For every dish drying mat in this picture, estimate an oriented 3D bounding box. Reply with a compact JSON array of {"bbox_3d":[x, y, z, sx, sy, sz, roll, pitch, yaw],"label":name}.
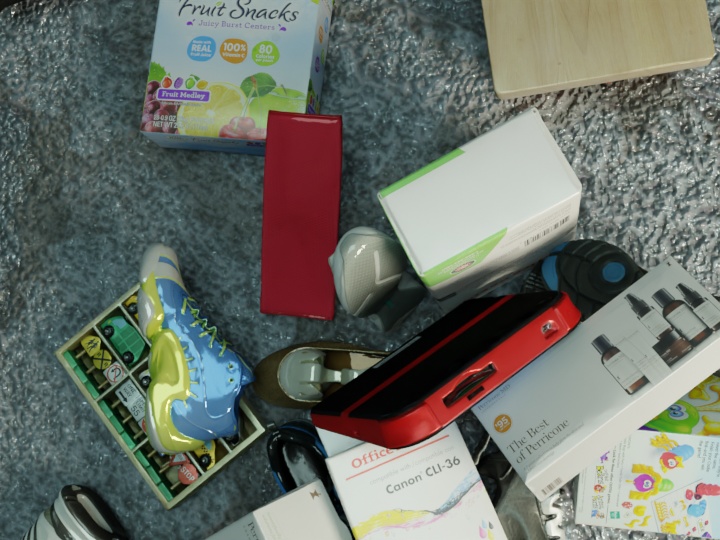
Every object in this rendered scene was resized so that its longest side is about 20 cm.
[{"bbox_3d":[-0.057,-0.052,0.930,0.077,0.018,0.200,5,105,9],"label":"dish drying mat"}]

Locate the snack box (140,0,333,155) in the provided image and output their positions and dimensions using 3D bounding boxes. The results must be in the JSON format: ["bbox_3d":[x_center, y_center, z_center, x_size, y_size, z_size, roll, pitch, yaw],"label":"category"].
[{"bbox_3d":[-0.122,-0.222,0.976,0.168,0.068,0.200,5,82,9],"label":"snack box"}]

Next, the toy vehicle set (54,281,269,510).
[{"bbox_3d":[-0.198,0.120,0.959,0.124,0.027,0.200,-40,78,2],"label":"toy vehicle set"}]

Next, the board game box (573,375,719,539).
[{"bbox_3d":[0.286,0.153,0.815,0.200,0.103,0.105,4,117,10],"label":"board game box"}]

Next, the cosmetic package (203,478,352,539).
[{"bbox_3d":[-0.095,0.273,0.841,0.200,0.085,0.108,-40,73,40],"label":"cosmetic package"}]

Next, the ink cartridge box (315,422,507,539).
[{"bbox_3d":[0.044,0.194,0.817,0.116,0.068,0.200,-23,77,-5],"label":"ink cartridge box"}]

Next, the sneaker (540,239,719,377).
[{"bbox_3d":[0.245,0.040,0.833,0.200,0.082,0.073,31,81,34],"label":"sneaker"}]

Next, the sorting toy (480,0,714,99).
[{"bbox_3d":[0.215,-0.269,0.925,0.199,0.070,0.200,-8,80,8],"label":"sorting toy"}]

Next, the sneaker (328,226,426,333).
[{"bbox_3d":[0.000,0.000,0.858,0.070,0.200,0.080,-45,71,-4],"label":"sneaker"}]

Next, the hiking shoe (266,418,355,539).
[{"bbox_3d":[-0.026,0.226,0.883,0.074,0.087,0.200,-41,77,2],"label":"hiking shoe"}]

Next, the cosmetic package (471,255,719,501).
[{"bbox_3d":[0.191,0.083,0.752,0.200,0.051,0.083,-38,50,2],"label":"cosmetic package"}]

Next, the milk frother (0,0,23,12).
[{"bbox_3d":[-0.336,-0.390,0.972,0.188,0.200,0.181,-16,75,6],"label":"milk frother"}]

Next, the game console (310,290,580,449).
[{"bbox_3d":[0.068,0.078,0.795,0.200,0.177,0.031,-32,98,-24],"label":"game console"}]

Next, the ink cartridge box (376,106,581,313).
[{"bbox_3d":[0.109,-0.043,0.844,0.145,0.200,0.084,-29,76,4],"label":"ink cartridge box"}]

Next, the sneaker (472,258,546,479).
[{"bbox_3d":[0.153,0.084,0.878,0.060,0.104,0.200,21,46,4],"label":"sneaker"}]

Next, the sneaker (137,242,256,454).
[{"bbox_3d":[-0.154,0.071,0.916,0.105,0.076,0.200,-4,88,-4],"label":"sneaker"}]

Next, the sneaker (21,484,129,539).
[{"bbox_3d":[-0.257,0.317,0.926,0.115,0.076,0.201,-46,69,9],"label":"sneaker"}]

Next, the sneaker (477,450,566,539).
[{"bbox_3d":[0.145,0.252,0.864,0.090,0.066,0.200,-7,77,11],"label":"sneaker"}]

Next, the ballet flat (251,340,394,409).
[{"bbox_3d":[-0.012,0.101,0.907,0.200,0.072,0.068,4,82,10],"label":"ballet flat"}]
